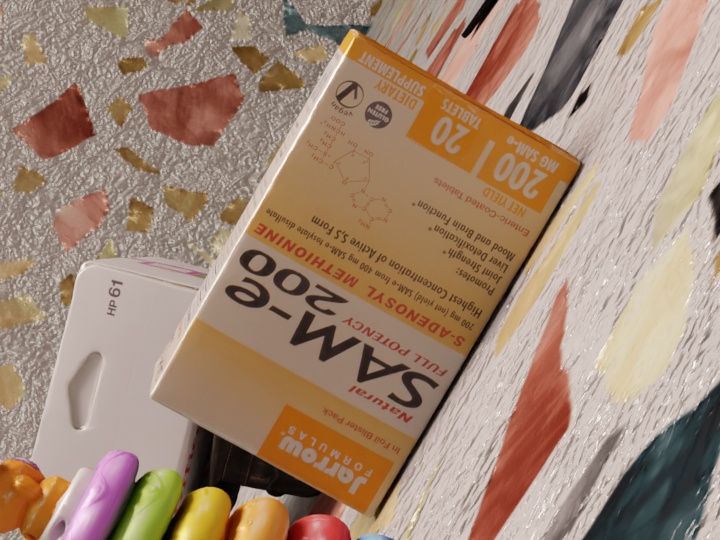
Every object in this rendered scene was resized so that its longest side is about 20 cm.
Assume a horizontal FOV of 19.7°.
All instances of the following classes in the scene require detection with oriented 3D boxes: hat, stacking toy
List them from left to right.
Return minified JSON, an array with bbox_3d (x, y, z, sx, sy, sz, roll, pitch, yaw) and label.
[{"bbox_3d":[-0.094,0.118,0.854,0.110,0.200,0.116,-63,5,-21],"label":"stacking toy"},{"bbox_3d":[-0.034,0.070,1.186,0.201,0.081,0.201,15,-90,-84],"label":"hat"}]

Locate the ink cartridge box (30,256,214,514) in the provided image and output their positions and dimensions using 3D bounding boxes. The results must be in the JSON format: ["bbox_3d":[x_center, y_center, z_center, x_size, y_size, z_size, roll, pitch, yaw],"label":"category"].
[{"bbox_3d":[-0.119,0.070,1.203,0.200,0.085,0.145,-7,-69,-84],"label":"ink cartridge box"}]

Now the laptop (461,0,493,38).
[{"bbox_3d":[0.112,-0.344,1.789,0.200,0.116,0.187,-54,8,50],"label":"laptop"}]

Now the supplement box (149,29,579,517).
[{"bbox_3d":[0.000,0.000,1.006,0.200,0.126,0.074,-61,7,6],"label":"supplement box"}]
